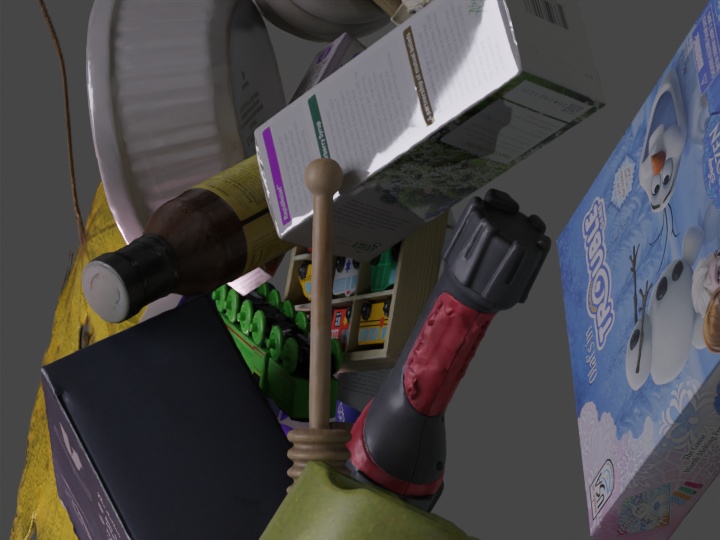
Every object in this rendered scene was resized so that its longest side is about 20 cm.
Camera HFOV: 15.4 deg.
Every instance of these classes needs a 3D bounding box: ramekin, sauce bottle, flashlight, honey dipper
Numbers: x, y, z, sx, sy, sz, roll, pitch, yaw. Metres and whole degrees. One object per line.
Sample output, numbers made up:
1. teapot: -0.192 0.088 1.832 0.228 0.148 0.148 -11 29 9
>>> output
1. ramekin: -0.111 -0.104 1.819 0.202 0.094 0.204 -9 -90 -78
2. sauce bottle: -0.087 -0.025 1.623 0.065 0.200 0.065 21 123 35
3. flashlight: 0.047 0.057 1.540 0.068 0.068 0.201 -26 -33 -59
4. honey dipper: -0.021 0.037 1.514 0.038 0.038 0.201 177 95 -72

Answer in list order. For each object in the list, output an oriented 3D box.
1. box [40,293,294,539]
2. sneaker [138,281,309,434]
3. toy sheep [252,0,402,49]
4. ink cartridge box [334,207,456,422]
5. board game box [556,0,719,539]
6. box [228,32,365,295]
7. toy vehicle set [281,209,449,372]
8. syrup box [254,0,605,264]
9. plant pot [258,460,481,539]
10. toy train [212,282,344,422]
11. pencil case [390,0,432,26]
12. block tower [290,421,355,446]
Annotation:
1. box: -0.100 0.156 1.627 0.197 0.117 0.200 60 164 23
2. sneaker: -0.098 0.092 1.824 0.081 0.146 0.200 -60 4 44
3. toy sheep: -0.015 -0.219 1.832 0.200 0.137 0.139 139 142 -61
4. ink cartridge box: -0.003 -0.005 1.799 0.197 0.043 0.201 -104 35 -56
5. board game box: 0.160 -0.003 1.286 0.201 0.043 0.199 -93 23 -44
6. box: -0.043 -0.071 1.749 0.041 0.039 0.200 -30 26 50
7. toy vehicle set: 0.000 0.000 1.685 0.200 0.026 0.125 169 112 -68
8. syrup box: 0.037 -0.088 1.543 0.200 0.079 0.082 -33 58 34
9. plant pot: -0.008 0.210 1.434 0.185 0.200 0.200 -64 17 -2
10. toy train: -0.056 0.051 1.710 0.200 0.041 0.057 -146 59 -68
11. pencil case: 0.089 -0.209 1.609 0.090 0.078 0.200 -61 9 -30
12. block tower: -0.025 0.139 1.718 0.200 0.058 0.054 151 122 -65
